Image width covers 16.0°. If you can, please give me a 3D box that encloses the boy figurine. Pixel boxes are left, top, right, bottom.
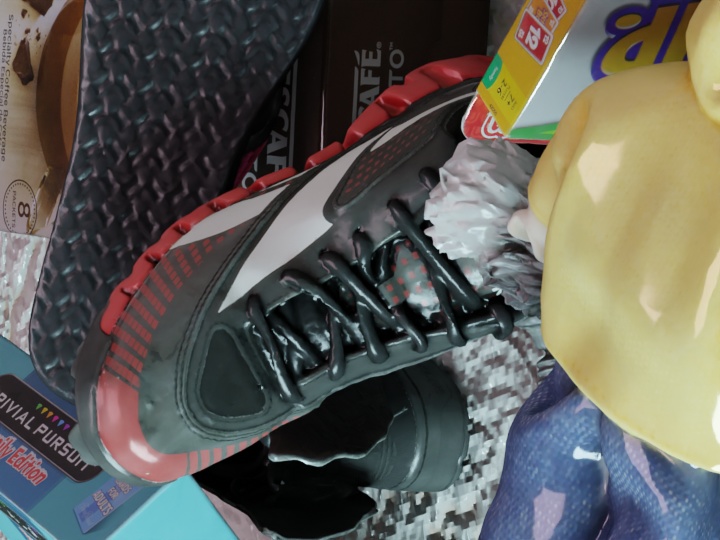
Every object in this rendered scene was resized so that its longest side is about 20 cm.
[{"bbox_3d":[0.077,0.001,0.582,0.124,0.064,0.201,38,114,50],"label":"boy figurine"}]

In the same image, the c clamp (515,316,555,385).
[{"bbox_3d":[0.080,0.073,0.813,0.171,0.027,0.201,-7,83,56],"label":"c clamp"}]

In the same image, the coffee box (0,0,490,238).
[{"bbox_3d":[-0.051,-0.061,0.940,0.200,0.080,0.114,8,97,47],"label":"coffee box"}]

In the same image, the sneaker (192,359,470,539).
[{"bbox_3d":[-0.036,0.040,0.923,0.200,0.104,0.060,36,120,52],"label":"sneaker"}]

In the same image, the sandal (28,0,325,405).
[{"bbox_3d":[-0.062,-0.051,0.845,0.045,0.075,0.201,-31,-41,-85],"label":"sandal"}]

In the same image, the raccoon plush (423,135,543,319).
[{"bbox_3d":[0.121,0.022,0.625,0.134,0.200,0.097,-41,23,49],"label":"raccoon plush"}]

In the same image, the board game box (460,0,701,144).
[{"bbox_3d":[0.108,-0.102,0.706,0.200,0.095,0.030,-59,44,39],"label":"board game box"}]

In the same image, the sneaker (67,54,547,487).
[{"bbox_3d":[0.000,0.000,0.792,0.098,0.200,0.071,11,132,59],"label":"sneaker"}]

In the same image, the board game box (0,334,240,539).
[{"bbox_3d":[-0.063,0.125,0.909,0.151,0.047,0.200,28,155,54],"label":"board game box"}]
